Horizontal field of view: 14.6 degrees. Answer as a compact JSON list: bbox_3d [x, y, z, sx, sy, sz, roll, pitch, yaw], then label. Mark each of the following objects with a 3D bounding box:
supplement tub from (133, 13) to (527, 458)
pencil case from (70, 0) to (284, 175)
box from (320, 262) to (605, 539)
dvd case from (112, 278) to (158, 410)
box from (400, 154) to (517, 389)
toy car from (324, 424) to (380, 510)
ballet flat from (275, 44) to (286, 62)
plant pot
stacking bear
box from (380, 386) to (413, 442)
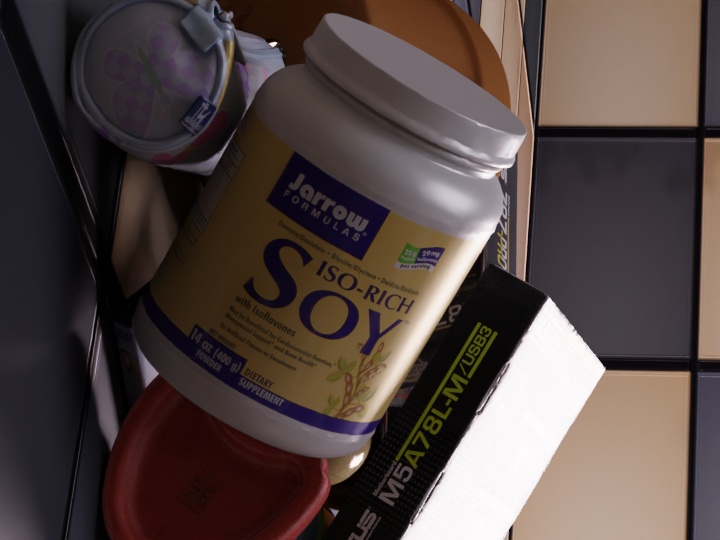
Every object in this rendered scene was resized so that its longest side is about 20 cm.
[{"bbox_3d":[-0.015,-0.018,1.472,0.200,0.145,0.145,-60,178,14],"label":"supplement tub"},{"bbox_3d":[-0.093,-0.100,1.505,0.091,0.083,0.200,-53,172,2],"label":"pencil case"},{"bbox_3d":[0.061,0.107,1.606,0.193,0.048,0.200,-61,161,-5],"label":"box"},{"bbox_3d":[-0.078,0.063,1.619,0.143,0.018,0.200,-40,140,-34],"label":"dvd case"},{"bbox_3d":[0.000,0.000,1.742,0.049,0.200,0.161,48,35,-45],"label":"box"},{"bbox_3d":[-0.016,0.094,1.909,0.200,0.158,0.164,21,39,-58],"label":"toy car"},{"bbox_3d":[-0.046,-0.112,1.863,0.200,0.075,0.068,-68,157,-68],"label":"ballet flat"},{"bbox_3d":[-0.027,-0.102,1.672,0.140,0.200,0.200,35,55,-60],"label":"plant pot"},{"bbox_3d":[-0.064,0.149,1.582,0.114,0.121,0.200,-50,156,-7],"label":"stacking bear"},{"bbox_3d":[0.032,0.035,1.824,0.137,0.040,0.200,92,-2,-57],"label":"box"}]
